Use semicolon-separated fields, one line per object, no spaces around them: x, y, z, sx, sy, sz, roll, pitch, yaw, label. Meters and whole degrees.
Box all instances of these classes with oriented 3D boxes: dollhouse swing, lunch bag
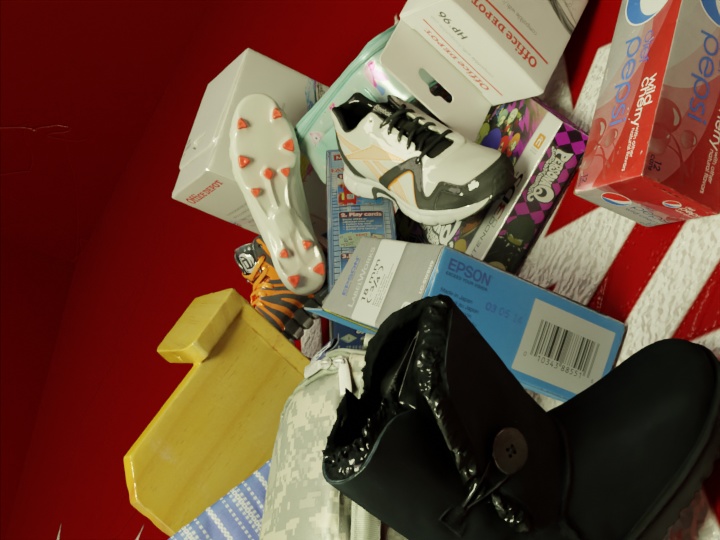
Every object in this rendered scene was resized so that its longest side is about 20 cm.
-0.100;0.150;0.822;0.176;0.200;0.181;-51;15;-19;dollhouse swing
0.025;-0.171;0.957;0.160;0.077;0.200;-35;-4;-36;lunch bag
0.006;0.162;0.619;0.168;0.137;0.202;89;-175;-62;lunch bag

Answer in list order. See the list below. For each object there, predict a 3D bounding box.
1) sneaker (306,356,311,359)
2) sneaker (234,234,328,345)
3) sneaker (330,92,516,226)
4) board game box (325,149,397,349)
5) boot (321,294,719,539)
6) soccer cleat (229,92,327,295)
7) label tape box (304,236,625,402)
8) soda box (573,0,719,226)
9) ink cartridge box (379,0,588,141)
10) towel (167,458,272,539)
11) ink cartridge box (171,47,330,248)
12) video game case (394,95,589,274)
-0.077;0.128;1.047;0.109;0.067;0.202;-57;23;14;sneaker
-0.108;0.034;1.041;0.200;0.112;0.077;-48;15;-31;sneaker
0.039;-0.093;0.788;0.073;0.081;0.199;-37;32;-25;sneaker
0.000;0.000;0.901;0.201;0.061;0.202;91;177;-55;board game box
0.088;0.068;0.495;0.201;0.168;0.076;-51;19;-22;boot
-0.083;-0.072;0.981;0.078;0.068;0.203;-156;49;-79;soccer cleat
0.062;0.030;0.691;0.200;0.143;0.064;11;79;68;label tape box
0.200;-0.133;0.625;0.070;0.063;0.202;-12;60;66;soda box
0.111;-0.215;0.786;0.068;0.116;0.202;-2;57;58;ink cartridge box
-0.052;0.213;0.695;0.199;0.145;0.024;-35;-16;-22;towel
-0.082;-0.122;1.102;0.147;0.198;0.146;-15;56;63;ink cartridge box
0.099;-0.068;0.843;0.183;0.035;0.200;-61;23;17;video game case
